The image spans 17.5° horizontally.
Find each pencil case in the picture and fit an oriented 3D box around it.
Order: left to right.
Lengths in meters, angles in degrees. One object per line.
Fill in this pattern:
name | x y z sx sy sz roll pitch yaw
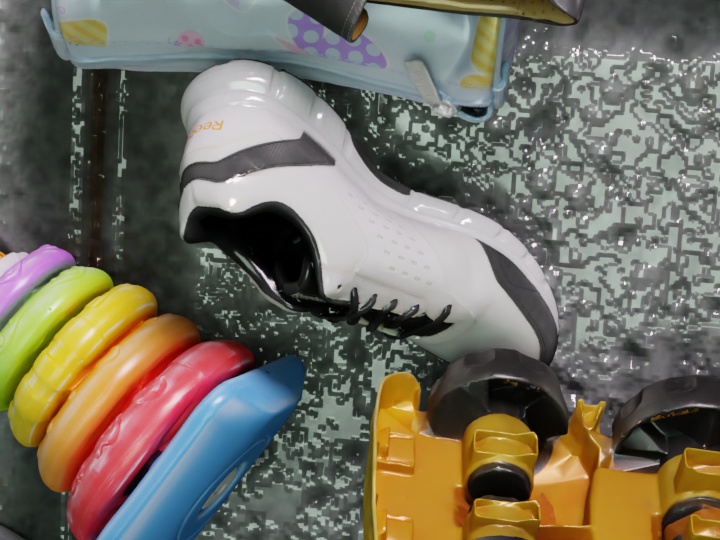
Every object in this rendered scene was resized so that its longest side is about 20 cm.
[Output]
pencil case | -0.029 -0.116 0.968 0.199 0.083 0.091 8 86 5

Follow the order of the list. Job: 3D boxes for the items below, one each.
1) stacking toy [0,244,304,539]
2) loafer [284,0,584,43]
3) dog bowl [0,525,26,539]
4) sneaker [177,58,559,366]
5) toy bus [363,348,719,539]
stacking toy | -0.134 0.030 1.011 0.200 0.116 0.110 41 105 8
loafer | -0.007 -0.124 0.889 0.198 0.073 0.073 -5 77 3
dog bowl | -0.212 0.212 1.060 0.199 0.079 0.202 1 102 5
sneaker | 0.000 0.000 0.965 0.199 0.080 0.074 33 135 -24
toy bus | 0.088 0.146 0.983 0.199 0.136 0.193 9 133 -6
